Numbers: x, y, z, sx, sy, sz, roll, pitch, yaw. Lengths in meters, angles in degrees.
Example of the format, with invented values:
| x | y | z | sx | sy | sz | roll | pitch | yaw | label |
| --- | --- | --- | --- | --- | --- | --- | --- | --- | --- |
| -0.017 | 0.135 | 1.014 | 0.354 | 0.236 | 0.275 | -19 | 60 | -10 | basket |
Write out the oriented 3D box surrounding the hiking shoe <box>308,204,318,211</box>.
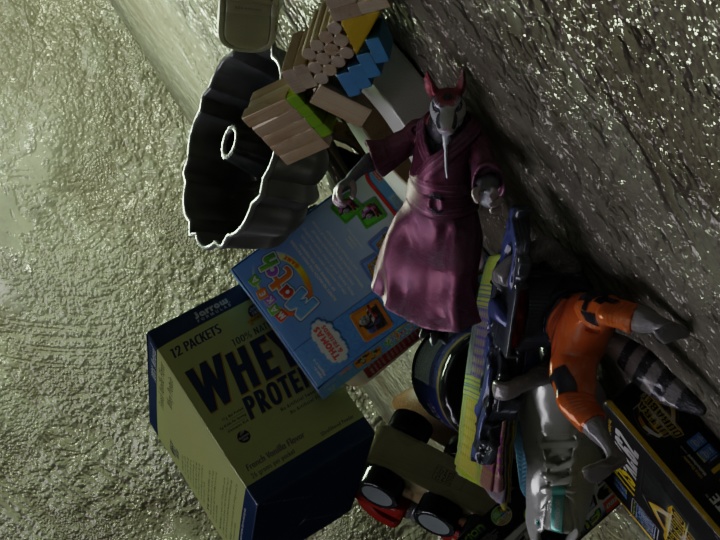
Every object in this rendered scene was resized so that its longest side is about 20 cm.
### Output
| x | y | z | sx | sy | sz | roll | pitch | yaw | label |
| --- | --- | --- | --- | --- | --- | --- | --- | --- | --- |
| 0.018 | -0.014 | 1.216 | 0.198 | 0.075 | 0.087 | 8 | 145 | 31 | hiking shoe |

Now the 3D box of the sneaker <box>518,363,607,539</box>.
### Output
| x | y | z | sx | sy | sz | roll | pitch | yaw | label |
| --- | --- | --- | --- | --- | --- | --- | --- | --- | --- |
| 0.164 | 0.168 | 1.001 | 0.089 | 0.074 | 0.202 | -72 | -20 | -51 | sneaker |

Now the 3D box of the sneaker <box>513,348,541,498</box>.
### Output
| x | y | z | sx | sy | sz | roll | pitch | yaw | label |
| --- | --- | --- | --- | --- | --- | --- | --- | --- | --- |
| 0.168 | 0.118 | 1.072 | 0.202 | 0.075 | 0.081 | 86 | -166 | -44 | sneaker |

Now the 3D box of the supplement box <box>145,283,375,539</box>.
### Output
| x | y | z | sx | sy | sz | roll | pitch | yaw | label |
| --- | --- | --- | --- | --- | --- | --- | --- | --- | --- |
| -0.105 | 0.154 | 1.214 | 0.200 | 0.133 | 0.201 | 52 | 155 | 22 | supplement box |

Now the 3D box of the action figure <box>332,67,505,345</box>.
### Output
| x | y | z | sx | sy | sz | roll | pitch | yaw | label |
| --- | --- | --- | --- | --- | --- | --- | --- | --- | --- |
| 0.068 | -0.054 | 0.901 | 0.133 | 0.149 | 0.202 | 22 | 122 | 26 | action figure |

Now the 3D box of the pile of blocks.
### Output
| x | y | z | sx | sy | sz | roll | pitch | yaw | label |
| --- | --- | --- | --- | --- | --- | --- | --- | --- | --- |
| -0.017 | -0.164 | 0.938 | 0.081 | 0.063 | 0.200 | 26 | 139 | -15 | pile of blocks |

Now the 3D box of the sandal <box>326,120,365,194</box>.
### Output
| x | y | z | sx | sy | sz | roll | pitch | yaw | label |
| --- | --- | --- | --- | --- | --- | --- | --- | --- | --- |
| -0.017 | -0.126 | 1.312 | 0.082 | 0.054 | 0.201 | 75 | 174 | -53 | sandal |

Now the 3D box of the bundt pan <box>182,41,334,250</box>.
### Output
| x | y | z | sx | sy | sz | roll | pitch | yaw | label |
| --- | --- | --- | --- | --- | --- | --- | --- | --- | --- |
| -0.089 | -0.110 | 1.137 | 0.075 | 0.204 | 0.202 | 13 | -164 | -30 | bundt pan |

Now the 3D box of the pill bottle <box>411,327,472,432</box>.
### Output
| x | y | z | sx | sy | sz | roll | pitch | yaw | label |
| --- | --- | --- | --- | --- | --- | --- | --- | --- | --- |
| 0.114 | 0.109 | 1.258 | 0.112 | 0.111 | 0.200 | 55 | 173 | -6 | pill bottle |

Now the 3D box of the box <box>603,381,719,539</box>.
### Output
| x | y | z | sx | sy | sz | roll | pitch | yaw | label |
| --- | --- | --- | --- | --- | --- | --- | --- | --- | --- |
| 0.252 | 0.180 | 0.938 | 0.160 | 0.049 | 0.200 | 53 | 173 | 27 | box |

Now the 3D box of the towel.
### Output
| x | y | z | sx | sy | sz | roll | pitch | yaw | label |
| --- | --- | --- | --- | --- | --- | --- | --- | --- | --- |
| 0.113 | 0.087 | 1.027 | 0.144 | 0.022 | 0.203 | 180 | 98 | -82 | towel |

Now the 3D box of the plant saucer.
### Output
| x | y | z | sx | sy | sz | roll | pitch | yaw | label |
| --- | --- | --- | --- | --- | --- | --- | --- | --- | --- |
| 0.133 | 0.174 | 1.414 | 0.198 | 0.037 | 0.200 | 22 | -170 | -4 | plant saucer |

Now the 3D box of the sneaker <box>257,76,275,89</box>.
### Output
| x | y | z | sx | sy | sz | roll | pitch | yaw | label |
| --- | --- | --- | --- | --- | --- | --- | --- | --- | --- |
| -0.072 | -0.153 | 1.283 | 0.076 | 0.089 | 0.201 | 19 | 138 | -1 | sneaker |

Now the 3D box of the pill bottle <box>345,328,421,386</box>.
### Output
| x | y | z | sx | sy | sz | roll | pitch | yaw | label |
| --- | --- | --- | --- | --- | --- | --- | --- | --- | --- |
| 0.005 | 0.050 | 1.317 | 0.113 | 0.199 | 0.112 | 51 | 176 | 5 | pill bottle |

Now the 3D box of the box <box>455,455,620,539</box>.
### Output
| x | y | z | sx | sy | sz | roll | pitch | yaw | label |
| --- | --- | --- | --- | --- | --- | --- | --- | --- | --- |
| 0.166 | 0.247 | 1.179 | 0.035 | 0.199 | 0.111 | 42 | 167 | 40 | box |

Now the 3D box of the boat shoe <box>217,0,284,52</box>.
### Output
| x | y | z | sx | sy | sz | roll | pitch | yaw | label |
| --- | --- | --- | --- | --- | --- | --- | --- | --- | --- |
| -0.084 | -0.260 | 1.006 | 0.200 | 0.074 | 0.069 | 128 | 147 | -63 | boat shoe |

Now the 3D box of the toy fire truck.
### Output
| x | y | z | sx | sy | sz | roll | pitch | yaw | label |
| --- | --- | --- | --- | --- | --- | --- | --- | --- | --- |
| 0.086 | 0.246 | 1.320 | 0.174 | 0.129 | 0.201 | 24 | 147 | 10 | toy fire truck |

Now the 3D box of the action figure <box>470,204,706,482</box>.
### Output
| x | y | z | sx | sy | sz | roll | pitch | yaw | label |
| --- | --- | --- | --- | --- | --- | --- | --- | --- | --- |
| 0.144 | 0.064 | 0.866 | 0.194 | 0.103 | 0.202 | -125 | 39 | -55 | action figure |

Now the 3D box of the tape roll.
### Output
| x | y | z | sx | sy | sz | roll | pitch | yaw | label |
| --- | --- | --- | --- | --- | --- | --- | --- | --- | --- |
| 0.031 | -0.123 | 1.045 | 0.204 | 0.037 | 0.203 | 55 | 173 | 10 | tape roll |

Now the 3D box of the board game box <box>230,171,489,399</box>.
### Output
| x | y | z | sx | sy | sz | roll | pitch | yaw | label |
| --- | --- | --- | --- | --- | --- | --- | --- | --- | --- |
| 0.000 | 0.000 | 1.152 | 0.152 | 0.199 | 0.037 | 51 | 172 | 22 | board game box |
